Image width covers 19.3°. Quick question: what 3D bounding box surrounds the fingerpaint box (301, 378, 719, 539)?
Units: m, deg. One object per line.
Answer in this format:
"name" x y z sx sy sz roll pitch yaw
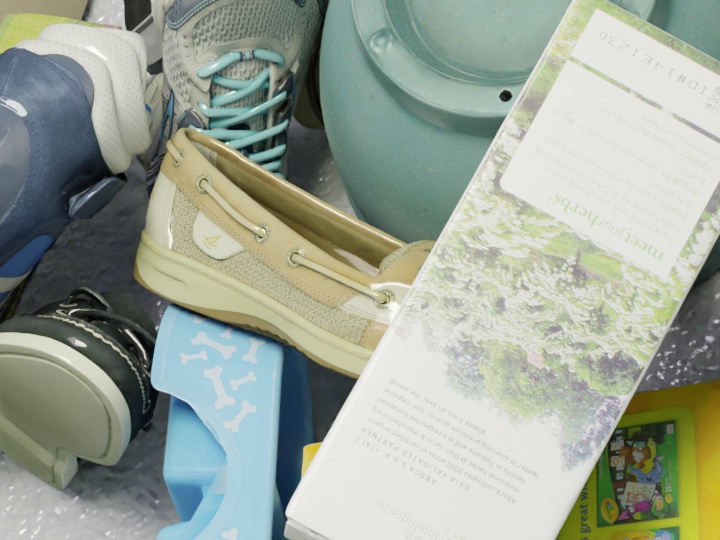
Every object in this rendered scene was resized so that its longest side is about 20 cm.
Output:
"fingerpaint box" 0.060 0.152 0.740 0.167 0.073 0.200 -11 53 20

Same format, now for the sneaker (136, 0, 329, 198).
"sneaker" -0.050 -0.065 0.897 0.077 0.200 0.086 -6 65 -13

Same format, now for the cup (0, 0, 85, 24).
"cup" -0.261 -0.168 1.084 0.200 0.143 0.201 -15 52 19

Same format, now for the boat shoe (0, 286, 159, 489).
"boat shoe" -0.112 0.040 0.857 0.074 0.199 0.066 38 71 2

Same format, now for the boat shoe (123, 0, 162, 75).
"boat shoe" -0.068 -0.139 0.958 0.069 0.057 0.200 -22 0 -26

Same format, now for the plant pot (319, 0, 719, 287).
"plant pot" 0.068 -0.091 0.833 0.200 0.134 0.201 -5 71 15

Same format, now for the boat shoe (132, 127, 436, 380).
"boat shoe" 0.001 0.000 0.804 0.200 0.073 0.063 20 104 33

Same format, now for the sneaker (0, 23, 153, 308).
"sneaker" -0.143 -0.029 0.875 0.146 0.200 0.081 -38 83 -27

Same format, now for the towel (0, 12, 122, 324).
"towel" -0.176 -0.024 0.975 0.144 0.023 0.200 17 81 55

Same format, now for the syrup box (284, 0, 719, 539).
"syrup box" 0.056 0.018 0.698 0.079 0.081 0.200 29 83 3

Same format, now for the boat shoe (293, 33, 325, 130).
"boat shoe" 0.030 -0.153 0.981 0.068 0.075 0.200 8 72 30

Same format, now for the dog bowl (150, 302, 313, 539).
"dog bowl" -0.050 0.104 0.814 0.049 0.112 0.200 -2 55 7
